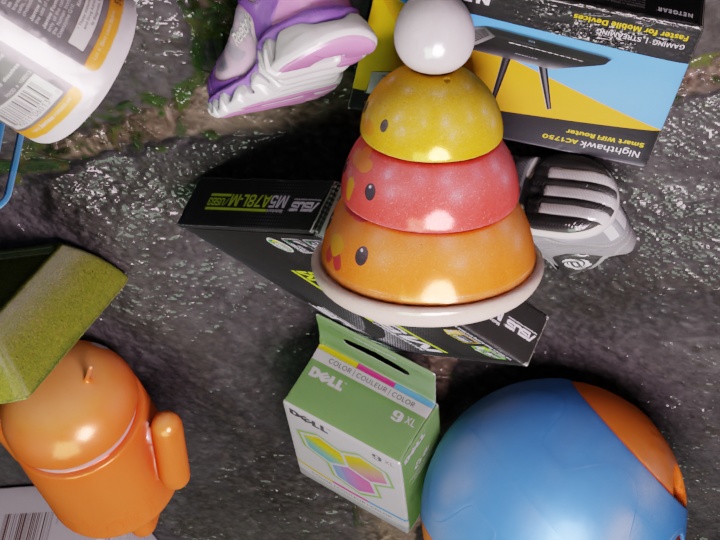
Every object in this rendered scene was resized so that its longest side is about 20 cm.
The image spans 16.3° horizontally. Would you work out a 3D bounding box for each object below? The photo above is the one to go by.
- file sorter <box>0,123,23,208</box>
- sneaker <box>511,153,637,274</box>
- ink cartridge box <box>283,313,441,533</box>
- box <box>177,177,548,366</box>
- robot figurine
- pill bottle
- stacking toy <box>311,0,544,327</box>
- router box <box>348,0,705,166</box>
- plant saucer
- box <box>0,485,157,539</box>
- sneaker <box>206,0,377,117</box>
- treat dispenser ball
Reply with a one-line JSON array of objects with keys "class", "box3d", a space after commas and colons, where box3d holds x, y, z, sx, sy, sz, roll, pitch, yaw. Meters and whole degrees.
[{"class": "file sorter", "box3d": [-0.323, -0.067, 1.719, 0.122, 0.139, 0.200, 22, 143, -23]}, {"class": "sneaker", "box3d": [0.094, -0.037, 1.696, 0.200, 0.075, 0.115, 14, 165, 31]}, {"class": "ink cartridge box", "box3d": [0.003, 0.118, 1.903, 0.104, 0.059, 0.200, 28, 159, 16]}, {"class": "box", "box3d": [0.000, 0.000, 1.744, 0.200, 0.048, 0.193, 32, 164, -29]}, {"class": "robot figurine", "box3d": [-0.211, 0.132, 1.985, 0.144, 0.117, 0.200, 42, 165, 39]}, {"class": "pill bottle", "box3d": [-0.248, -0.173, 1.569, 0.200, 0.117, 0.116, 31, 139, -26]}, {"class": "stacking toy", "box3d": [0.042, -0.078, 1.540, 0.146, 0.146, 0.201, 4, 115, 9]}, {"class": "router box", "box3d": [0.102, -0.143, 1.577, 0.199, 0.051, 0.149, 11, 146, -2]}, {"class": "plant saucer", "box3d": [-0.296, 0.036, 1.835, 0.199, 0.200, 0.048, -6, 113, 21]}, {"class": "box", "box3d": [-0.255, 0.284, 2.212, 0.152, 0.107, 0.200, -6, 141, 21]}, {"class": "sneaker", "box3d": [-0.051, -0.154, 1.588, 0.080, 0.089, 0.200, -16, 174, -21]}, {"class": "treat dispenser ball", "box3d": [0.145, 0.182, 1.891, 0.200, 0.201, 0.201, 7, 145, 5]}]
